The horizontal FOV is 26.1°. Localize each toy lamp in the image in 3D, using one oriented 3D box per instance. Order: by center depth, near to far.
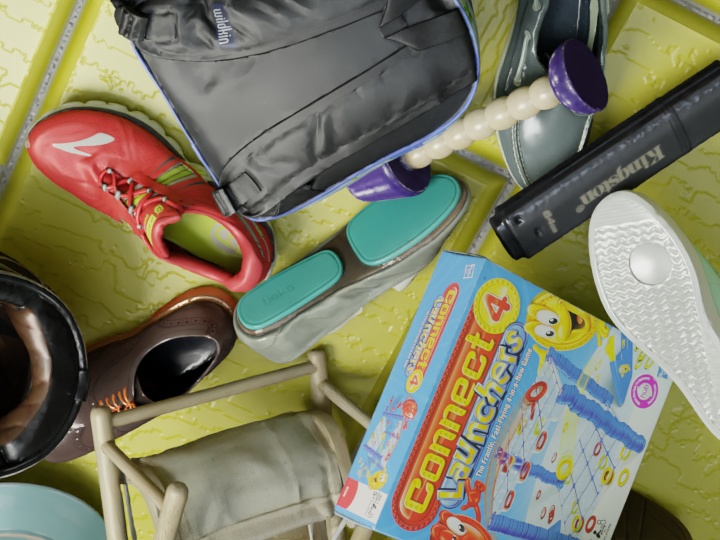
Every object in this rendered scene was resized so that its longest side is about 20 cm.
[{"bbox_3d":[0.071,-0.097,1.058,0.200,0.058,0.058,-24,111,35],"label":"toy lamp"}]

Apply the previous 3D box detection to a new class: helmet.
[{"bbox_3d":[-0.307,0.064,1.097,0.191,0.200,0.200,6,121,47],"label":"helmet"}]

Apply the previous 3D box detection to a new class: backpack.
[{"bbox_3d":[-0.026,-0.155,1.018,0.200,0.147,0.183,-23,110,16],"label":"backpack"}]

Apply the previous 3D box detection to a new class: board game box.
[{"bbox_3d":[0.107,0.115,1.095,0.196,0.056,0.200,26,83,-30],"label":"board game box"}]

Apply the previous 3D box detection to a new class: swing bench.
[{"bbox_3d":[-0.082,0.189,1.128,0.199,0.130,0.200,-12,121,-33],"label":"swing bench"}]

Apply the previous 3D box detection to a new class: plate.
[{"bbox_3d":[-0.288,0.249,1.220,0.200,0.026,0.200,-10,128,-14],"label":"plate"}]

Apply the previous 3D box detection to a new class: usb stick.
[{"bbox_3d":[0.181,-0.076,1.078,0.200,0.033,0.055,-33,143,2],"label":"usb stick"}]

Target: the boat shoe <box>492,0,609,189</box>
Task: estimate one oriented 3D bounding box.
[{"bbox_3d":[0.133,-0.138,1.064,0.073,0.062,0.200,4,114,-3],"label":"boat shoe"}]

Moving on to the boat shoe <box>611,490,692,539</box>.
[{"bbox_3d":[0.156,0.201,1.205,0.200,0.073,0.065,17,123,0],"label":"boat shoe"}]

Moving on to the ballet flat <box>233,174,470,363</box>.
[{"bbox_3d":[0.000,0.000,1.133,0.200,0.067,0.064,-32,137,7],"label":"ballet flat"}]

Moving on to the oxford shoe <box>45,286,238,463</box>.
[{"bbox_3d":[-0.177,0.087,1.164,0.200,0.073,0.071,-39,106,16],"label":"oxford shoe"}]

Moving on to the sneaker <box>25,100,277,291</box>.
[{"bbox_3d":[-0.145,-0.052,1.099,0.200,0.085,0.077,29,109,-10],"label":"sneaker"}]

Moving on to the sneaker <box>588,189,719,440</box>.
[{"bbox_3d":[0.236,0.021,1.108,0.074,0.118,0.201,-31,96,29],"label":"sneaker"}]
